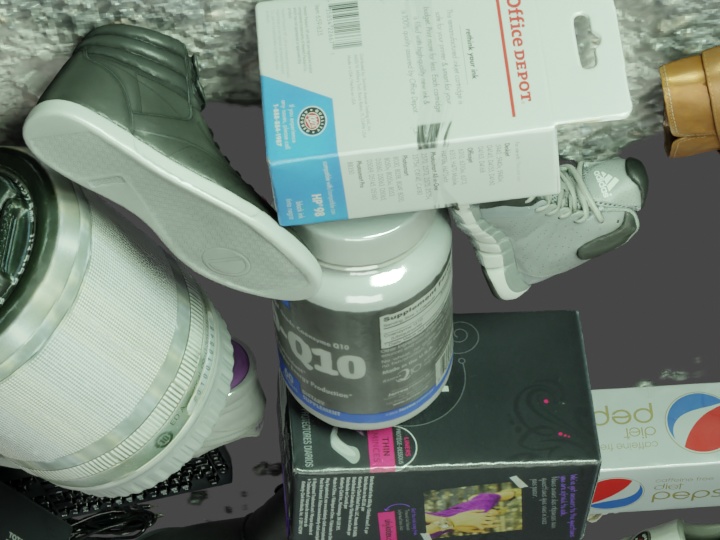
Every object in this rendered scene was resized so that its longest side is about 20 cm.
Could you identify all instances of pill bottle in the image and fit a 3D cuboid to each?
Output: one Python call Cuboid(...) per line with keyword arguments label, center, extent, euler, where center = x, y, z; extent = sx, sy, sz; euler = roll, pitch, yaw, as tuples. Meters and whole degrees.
Cuboid(label="pill bottle", center=(0.000, 0.000, 1.640), extent=(0.113, 0.114, 0.200), euler=(-5, 145, -1))

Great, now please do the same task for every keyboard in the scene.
Cuboid(label="keyboard", center=(-0.184, 0.164, 1.918), extent=(0.199, 0.040, 0.104), euler=(-12, 144, 11))

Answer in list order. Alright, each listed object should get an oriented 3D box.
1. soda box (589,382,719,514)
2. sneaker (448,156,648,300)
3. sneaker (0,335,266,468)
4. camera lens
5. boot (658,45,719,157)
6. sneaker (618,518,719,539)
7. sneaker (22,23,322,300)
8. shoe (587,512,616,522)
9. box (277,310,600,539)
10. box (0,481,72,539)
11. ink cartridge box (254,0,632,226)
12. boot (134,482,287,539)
Cuboid(label="soda box", center=(0.202, 0.124, 1.890), extent=(0.199, 0.068, 0.064), euler=(-3, 146, -3))
Cuboid(label="sneaker", center=(0.112, -0.056, 1.624), extent=(0.115, 0.075, 0.200), euler=(-17, 155, 7))
Cuboid(label="sneaker", center=(-0.158, 0.106, 1.804), extent=(0.199, 0.075, 0.100), euler=(-11, 144, 7))
Cuboid(label="camera lens", center=(-0.188, 0.032, 1.617), extent=(0.160, 0.160, 0.200), euler=(-22, 142, 23))
Cuboid(label="boot", center=(0.247, -0.127, 1.541), extent=(0.155, 0.077, 0.200), euler=(-3, 153, 3))
Cuboid(label="sneaker", center=(0.291, 0.238, 2.063), extent=(0.200, 0.074, 0.088), euler=(19, 141, -32))
Cuboid(label="sneaker", center=(-0.091, -0.067, 1.528), extent=(0.200, 0.099, 0.071), euler=(35, 140, -22))
Cuboid(label="shoe", center=(0.136, 0.167, 1.955), extent=(0.199, 0.054, 0.070), euler=(-5, 146, -2))
Cuboid(label="box", center=(0.048, 0.106, 1.779), extent=(0.199, 0.123, 0.106), euler=(-2, 145, -6))
Cuboid(label="box", center=(-0.293, 0.245, 1.854), extent=(0.122, 0.200, 0.106), euler=(37, 136, -29))
Cuboid(label="ink cartridge box", center=(0.046, -0.098, 1.502), extent=(0.199, 0.116, 0.067), euler=(-6, 146, 2))
Cuboid(label="boot", center=(-0.058, 0.175, 1.905), extent=(0.165, 0.066, 0.200), euler=(-7, 160, -46))
